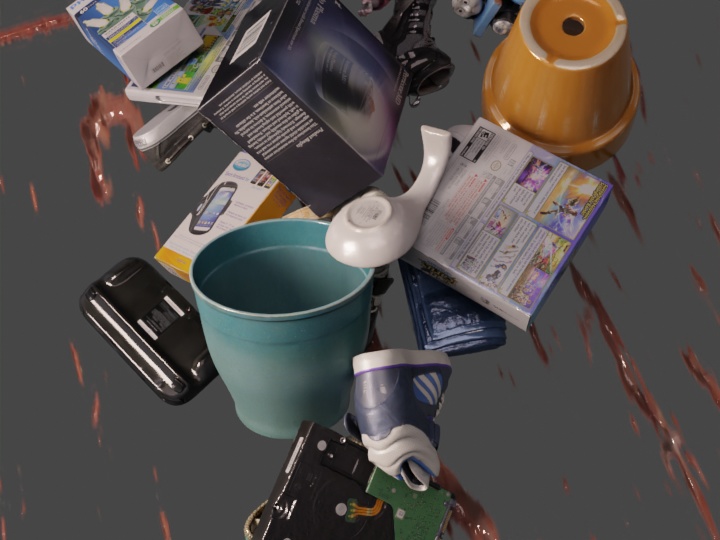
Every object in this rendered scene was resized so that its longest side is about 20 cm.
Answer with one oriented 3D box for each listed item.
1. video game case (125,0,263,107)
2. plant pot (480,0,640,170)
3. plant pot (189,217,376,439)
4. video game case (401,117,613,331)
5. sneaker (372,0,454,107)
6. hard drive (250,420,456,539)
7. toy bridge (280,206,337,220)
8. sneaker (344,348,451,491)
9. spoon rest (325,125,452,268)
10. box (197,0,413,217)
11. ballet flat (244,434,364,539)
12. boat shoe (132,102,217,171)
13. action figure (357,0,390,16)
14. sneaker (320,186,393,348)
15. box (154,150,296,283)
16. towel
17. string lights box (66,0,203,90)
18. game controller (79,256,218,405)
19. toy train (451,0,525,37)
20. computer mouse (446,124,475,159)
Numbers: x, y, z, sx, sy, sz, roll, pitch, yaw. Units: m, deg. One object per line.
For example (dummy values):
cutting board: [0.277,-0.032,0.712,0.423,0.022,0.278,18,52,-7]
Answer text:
video game case: [-0.184,-0.285,1.344,0.180,0.022,0.201,9,53,22]
plant pot: [0.248,-0.246,1.253,0.197,0.184,0.203,-2,69,4]
plant pot: [-0.078,0.073,1.138,0.197,0.190,0.201,-2,31,1]
video game case: [0.163,-0.057,1.183,0.180,0.046,0.201,30,66,17]
sneaker: [0.084,-0.304,1.352,0.113,0.076,0.201,30,78,12]
hard drive: [-0.003,0.264,1.102,0.199,0.038,0.141,29,75,-20]
toy bridge: [-0.064,-0.054,1.269,0.198,0.067,0.027,-21,68,-3]
sneaker: [0.054,0.165,1.122,0.080,0.200,0.148,-15,77,22]
spoon rest: [0.039,-0.073,1.131,0.099,0.061,0.200,20,56,30]
box: [-0.056,-0.212,1.219,0.123,0.198,0.201,-28,33,38]
ballet flat: [-0.045,0.243,1.149,0.199,0.075,0.068,-35,70,-9]
boat shoe: [-0.207,-0.205,1.346,0.200,0.068,0.057,-41,115,-22]
action figure: [0.008,-0.380,1.333,0.198,0.149,0.136,11,92,26]
sneaker: [0.000,0.000,1.208,0.073,0.088,0.203,3,88,-24]
box: [-0.153,-0.069,1.267,0.119,0.042,0.201,21,67,49]
towel: [0.105,0.004,1.242,0.110,0.049,0.202,-12,68,-1]
string lights box: [-0.299,-0.321,1.354,0.103,0.059,0.200,-40,45,-10]
game controller: [-0.251,0.070,1.258,0.104,0.042,0.200,-39,71,-25]
toy train: [0.168,-0.400,1.358,0.113,0.087,0.202,12,63,-12]
computer mouse: [0.166,-0.108,1.266,0.109,0.044,0.201,-12,64,-32]
